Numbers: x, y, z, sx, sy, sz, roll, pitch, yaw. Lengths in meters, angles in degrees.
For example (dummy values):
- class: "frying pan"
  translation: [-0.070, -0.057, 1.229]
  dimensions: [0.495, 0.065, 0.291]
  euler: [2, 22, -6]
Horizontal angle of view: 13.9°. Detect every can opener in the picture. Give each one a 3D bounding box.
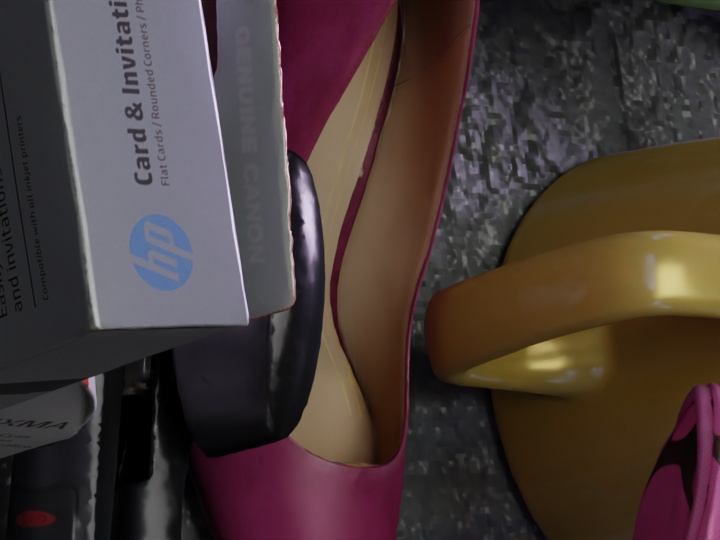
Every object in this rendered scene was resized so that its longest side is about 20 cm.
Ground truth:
- class: "can opener"
  translation: [-0.063, 0.062, 0.731]
  dimensions: [0.063, 0.078, 0.201]
  euler: [22, 73, -43]

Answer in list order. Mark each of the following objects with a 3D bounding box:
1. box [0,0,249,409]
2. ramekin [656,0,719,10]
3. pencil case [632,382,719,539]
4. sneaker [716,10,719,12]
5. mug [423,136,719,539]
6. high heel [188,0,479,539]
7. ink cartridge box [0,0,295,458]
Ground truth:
- class: "box"
  translation: [-0.109, -0.041, 0.626]
  dimensions: [0.041, 0.200, 0.156]
  euler: [0, 77, -40]
- class: "ramekin"
  translation: [0.107, -0.167, 0.858]
  dimensions: [0.199, 0.098, 0.200]
  euler: [3, 47, -3]
- class: "pencil case"
  translation: [0.164, 0.101, 0.755]
  dimensions: [0.199, 0.091, 0.094]
  euler: [18, 72, 1]
- class: "sneaker"
  translation: [0.153, -0.090, 0.952]
  dimensions: [0.200, 0.074, 0.081]
  euler: [4, 79, -37]
- class: "mug"
  translation: [0.130, 0.029, 0.841]
  dimensions: [0.186, 0.153, 0.150]
  euler: [-33, 100, -40]
- class: "high heel"
  translation: [0.000, 0.000, 0.776]
  dimensions: [0.067, 0.096, 0.201]
  euler: [0, 77, -42]
- class: "ink cartridge box"
  translation: [-0.069, -0.047, 0.662]
  dimensions: [0.047, 0.200, 0.161]
  euler: [8, 73, -41]
